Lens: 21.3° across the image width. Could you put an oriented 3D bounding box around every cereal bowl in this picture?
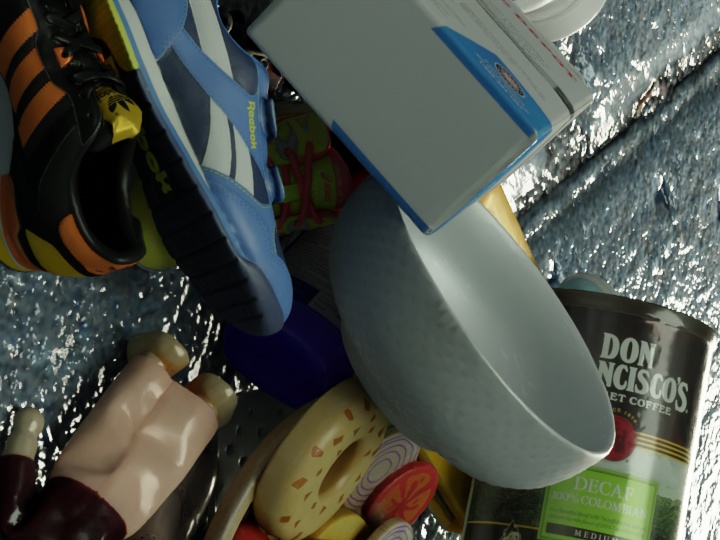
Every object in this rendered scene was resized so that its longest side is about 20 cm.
[{"bbox_3d":[0.049,0.039,1.051,0.200,0.083,0.200,46,19,-21],"label":"cereal bowl"}]

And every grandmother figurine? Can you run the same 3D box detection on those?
[{"bbox_3d":[-0.140,0.125,0.985,0.200,0.121,0.061,-51,175,-36],"label":"grandmother figurine"}]

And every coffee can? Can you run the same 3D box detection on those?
[{"bbox_3d":[0.147,0.127,1.257,0.146,0.146,0.201,28,70,-53],"label":"coffee can"}]

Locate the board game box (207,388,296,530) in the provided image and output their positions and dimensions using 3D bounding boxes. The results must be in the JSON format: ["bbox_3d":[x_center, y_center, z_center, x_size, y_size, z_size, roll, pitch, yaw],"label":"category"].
[{"bbox_3d":[-0.038,0.166,1.181,0.200,0.026,0.201,-5,99,-55],"label":"board game box"}]

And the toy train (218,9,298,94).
[{"bbox_3d":[-0.061,-0.123,1.094,0.200,0.034,0.046,1,105,-56],"label":"toy train"}]

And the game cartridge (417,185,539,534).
[{"bbox_3d":[0.071,0.051,1.282,0.201,0.032,0.177,-69,151,-26],"label":"game cartridge"}]

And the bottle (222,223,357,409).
[{"bbox_3d":[0.000,0.000,1.156,0.200,0.083,0.065,-47,165,-43],"label":"bottle"}]

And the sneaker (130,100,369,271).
[{"bbox_3d":[-0.052,-0.052,1.067,0.200,0.090,0.079,-31,122,-47],"label":"sneaker"}]

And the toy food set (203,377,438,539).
[{"bbox_3d":[-0.022,0.153,1.092,0.198,0.048,0.201,20,95,-62],"label":"toy food set"}]

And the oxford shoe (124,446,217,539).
[{"bbox_3d":[-0.119,0.176,1.024,0.201,0.073,0.071,-62,140,-28],"label":"oxford shoe"}]

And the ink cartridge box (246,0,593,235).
[{"bbox_3d":[0.040,-0.112,1.048,0.145,0.084,0.200,48,19,3],"label":"ink cartridge box"}]

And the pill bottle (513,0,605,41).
[{"bbox_3d":[0.085,-0.233,1.213,0.200,0.112,0.113,47,58,-48],"label":"pill bottle"}]

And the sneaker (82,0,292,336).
[{"bbox_3d":[-0.072,-0.064,0.982,0.082,0.074,0.201,-27,99,-31],"label":"sneaker"}]

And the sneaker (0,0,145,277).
[{"bbox_3d":[-0.141,-0.094,0.932,0.070,0.090,0.201,-21,113,-51],"label":"sneaker"}]

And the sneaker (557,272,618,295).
[{"bbox_3d":[0.138,0.104,1.375,0.130,0.079,0.201,-5,99,-56],"label":"sneaker"}]
